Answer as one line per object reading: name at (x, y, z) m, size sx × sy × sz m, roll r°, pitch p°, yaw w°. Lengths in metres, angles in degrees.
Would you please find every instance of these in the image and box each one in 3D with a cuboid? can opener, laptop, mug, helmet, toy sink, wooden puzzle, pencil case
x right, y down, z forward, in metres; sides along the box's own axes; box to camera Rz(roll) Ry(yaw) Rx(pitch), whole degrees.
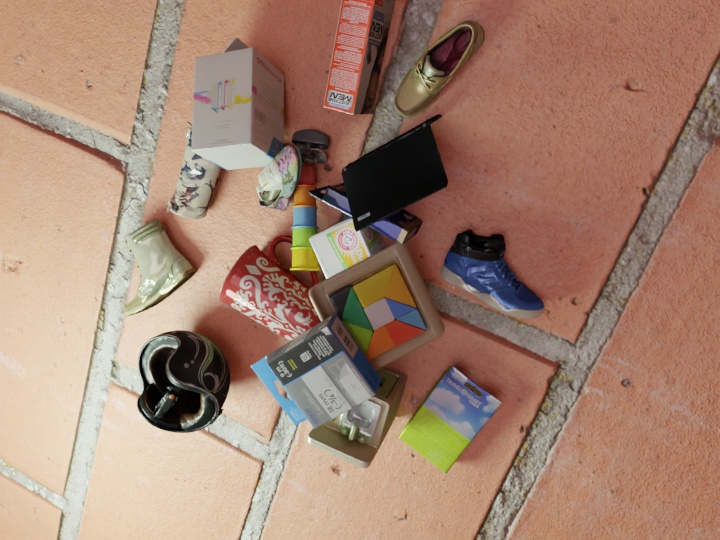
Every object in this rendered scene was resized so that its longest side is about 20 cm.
can opener at (-0.154, -0.240, 1.188) m, size 0.197 × 0.053 × 0.068 m, roll 7°, pitch 74°, yaw 18°
laptop at (0.068, -0.173, 1.042) m, size 0.176 × 0.200 × 0.104 m, roll -24°, pitch 101°, yaw 23°
mug at (-0.157, 0.042, 1.212) m, size 0.199 × 0.133 × 0.179 m, roll 33°, pitch 114°, yaw 5°
helmet at (-0.379, 0.227, 1.303) m, size 0.197 × 0.192 × 0.202 m, roll -6°, pitch 127°, yaw -8°
toy sink at (-0.002, 0.261, 1.174) m, size 0.129 × 0.200 × 0.113 m, roll 20°, pitch 110°, yaw 14°
wooden puzzle at (0.033, 0.072, 1.070) m, size 0.198 × 0.037 × 0.187 m, roll -27°, pitch 96°, yaw -9°
pencil case at (-0.333, -0.199, 1.235) m, size 0.088 × 0.078 × 0.202 m, roll 21°, pitch 111°, yaw -7°

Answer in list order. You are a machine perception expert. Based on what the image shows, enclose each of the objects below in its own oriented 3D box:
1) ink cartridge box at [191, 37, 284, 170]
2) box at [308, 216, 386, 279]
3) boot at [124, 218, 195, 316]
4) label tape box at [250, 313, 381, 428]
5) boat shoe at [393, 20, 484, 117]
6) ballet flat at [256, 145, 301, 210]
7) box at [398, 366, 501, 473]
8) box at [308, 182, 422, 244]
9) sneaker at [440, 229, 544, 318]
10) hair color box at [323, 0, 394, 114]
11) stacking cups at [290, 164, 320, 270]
ink cartridge box at (-0.222, -0.305, 1.120) m, size 0.123 × 0.128 × 0.203 m, roll -3°, pitch 82°, yaw 18°
box at (0.000, 0.000, 1.153) m, size 0.100 × 0.112 × 0.202 m, roll -22°, pitch 95°, yaw 20°
boot at (-0.477, -0.004, 1.341) m, size 0.199 × 0.072 × 0.156 m, roll -34°, pitch 92°, yaw 18°
label tape box at (-0.085, 0.188, 1.040) m, size 0.199 × 0.063 × 0.145 m, roll -32°, pitch 100°, yaw 20°
boat shoe at (0.125, -0.349, 1.044) m, size 0.074 × 0.066 × 0.200 m, roll 45°, pitch 113°, yaw 4°
ballet flat at (-0.159, -0.163, 1.133) m, size 0.070 × 0.200 × 0.070 m, roll -15°, pitch 76°, yaw -20°
box at (0.178, 0.289, 1.201) m, size 0.121 × 0.048 × 0.201 m, roll 35°, pitch 112°, yaw 7°
box at (0.011, -0.117, 1.114) m, size 0.198 × 0.121 × 0.033 m, roll 28°, pitch 111°, yaw 10°
sneaker at (0.249, -0.001, 1.085) m, size 0.198 × 0.077 × 0.112 m, roll 28°, pitch 121°, yaw 17°
hair color box at (-0.001, -0.379, 1.057) m, size 0.063 × 0.111 × 0.203 m, roll 18°, pitch 110°, yaw 14°
stacking cups at (-0.103, -0.101, 1.170) m, size 0.060 × 0.060 × 0.203 m, roll 1°, pitch 88°, yaw 19°
